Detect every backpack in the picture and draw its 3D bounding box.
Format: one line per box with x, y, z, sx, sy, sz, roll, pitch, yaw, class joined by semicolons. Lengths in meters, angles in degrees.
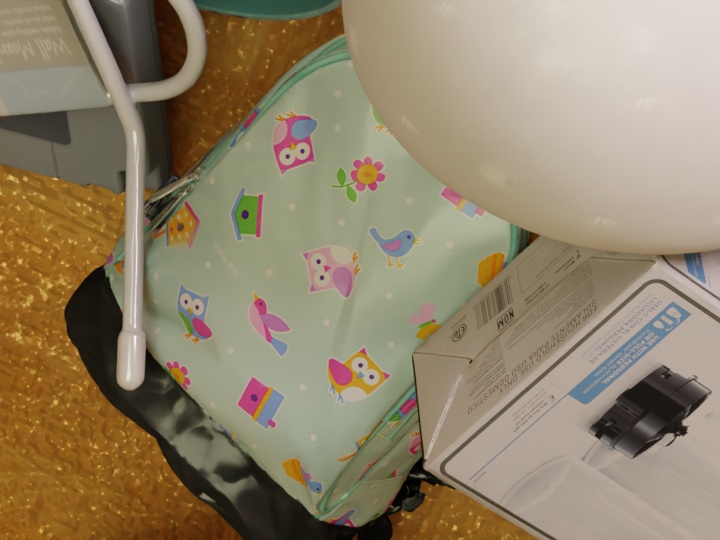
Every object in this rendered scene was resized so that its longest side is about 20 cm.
0.000;0.000;0.955;0.167;0.127;0.200;44;110;3;backpack

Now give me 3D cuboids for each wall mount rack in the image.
-0.144;-0.046;0.938;0.199;0.075;0.174;-1;124;33;wall mount rack

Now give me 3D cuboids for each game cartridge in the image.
-0.170;-0.102;0.993;0.199;0.042;0.133;15;139;13;game cartridge

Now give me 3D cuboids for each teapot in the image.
0.087;-0.114;0.797;0.199;0.198;0.146;-11;141;-20;teapot

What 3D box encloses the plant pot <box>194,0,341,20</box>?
-0.067;-0.198;0.923;0.200;0.200;0.135;21;74;11;plant pot

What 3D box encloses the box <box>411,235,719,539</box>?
0.129;0.060;0.884;0.200;0.060;0.117;33;119;-27;box
